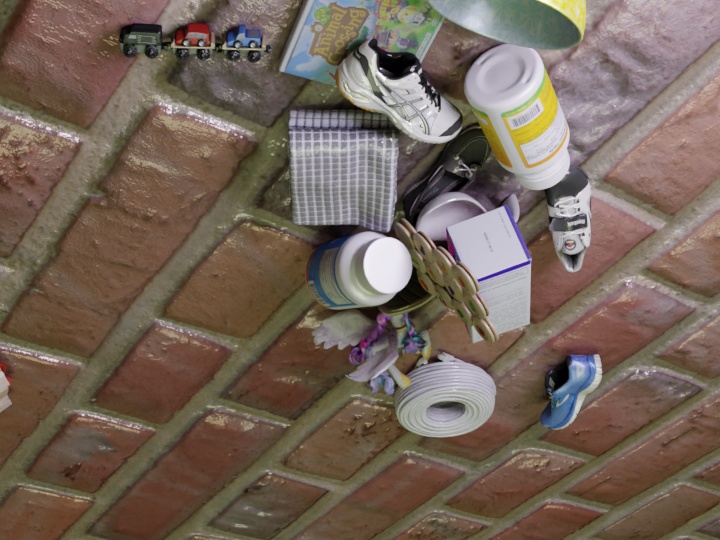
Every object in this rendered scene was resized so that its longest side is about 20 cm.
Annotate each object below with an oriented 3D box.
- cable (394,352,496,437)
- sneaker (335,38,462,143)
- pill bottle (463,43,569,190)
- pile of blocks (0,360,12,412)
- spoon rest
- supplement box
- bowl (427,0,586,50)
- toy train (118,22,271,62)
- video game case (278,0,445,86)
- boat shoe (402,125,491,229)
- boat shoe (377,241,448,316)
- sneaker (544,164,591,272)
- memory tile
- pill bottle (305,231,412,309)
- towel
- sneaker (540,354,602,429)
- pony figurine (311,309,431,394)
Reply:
[{"bbox_3d":[0.163,0.247,2.142,0.197,0.070,0.200,16,137,-24],"label":"cable"},{"bbox_3d":[0.067,-0.236,1.483,0.198,0.077,0.088,20,135,-28],"label":"sneaker"},{"bbox_3d":[0.224,-0.204,1.546,0.109,0.112,0.201,-17,140,16],"label":"pill bottle"},{"bbox_3d":[-0.662,0.194,2.017,0.062,0.082,0.201,-36,166,-30],"label":"pile of blocks"},{"bbox_3d":[0.166,-0.079,1.683,0.198,0.061,0.100,-6,147,-38],"label":"spoon rest"},{"bbox_3d":[0.195,0.010,1.692,0.102,0.102,0.201,-19,149,-2],"label":"supplement box"},{"bbox_3d":[0.185,-0.351,1.339,0.197,0.109,0.200,18,177,1],"label":"bowl"},{"bbox_3d":[-0.212,-0.298,1.451,0.196,0.034,0.046,1,129,-6],"label":"toy train"},{"bbox_3d":[0.007,-0.314,1.458,0.179,0.022,0.201,11,139,-19],"label":"video game case"},{"bbox_3d":[0.133,-0.133,1.671,0.066,0.058,0.200,20,136,-28],"label":"boat shoe"},{"bbox_3d":[0.113,0.012,1.798,0.198,0.072,0.076,-33,162,-6],"label":"boat shoe"},{"bbox_3d":[0.327,-0.076,1.739,0.073,0.090,0.201,-10,140,10],"label":"sneaker"},{"bbox_3d":[0.123,0.014,1.639,0.017,0.200,0.154,-35,131,-12],"label":"memory tile"},{"bbox_3d":[0.000,0.000,1.716,0.111,0.114,0.199,16,169,-24],"label":"pill bottle"},{"bbox_3d":[-0.025,-0.139,1.625,0.162,0.087,0.202,-2,142,-2],"label":"towel"},{"bbox_3d":[0.383,0.225,2.144,0.088,0.079,0.202,13,131,-10],"label":"sneaker"},{"bbox_3d":[0.037,0.127,1.939,0.192,0.167,0.201,-35,140,-13],"label":"pony figurine"}]
